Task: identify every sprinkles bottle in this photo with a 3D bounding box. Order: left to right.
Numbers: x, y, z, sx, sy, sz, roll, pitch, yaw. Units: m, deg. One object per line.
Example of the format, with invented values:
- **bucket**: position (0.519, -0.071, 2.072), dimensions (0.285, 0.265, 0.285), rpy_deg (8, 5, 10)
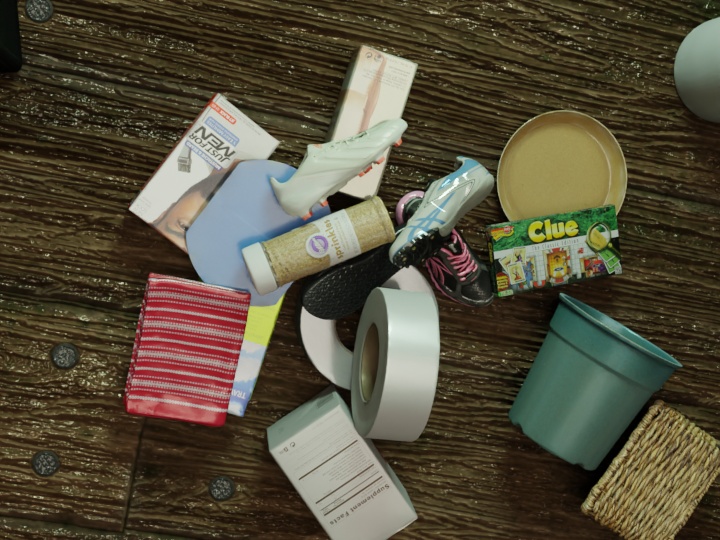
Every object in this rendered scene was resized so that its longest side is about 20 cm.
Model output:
- **sprinkles bottle**: position (-0.056, -0.034, 1.651), dimensions (0.200, 0.068, 0.068), rpy_deg (-23, 99, -6)

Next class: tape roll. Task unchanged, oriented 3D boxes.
- **tape roll**: position (0.008, 0.069, 1.764), dimensions (0.200, 0.066, 0.201), rpy_deg (-1, 96, -10)
- **tape roll**: position (0.044, 0.126, 1.641), dimensions (0.071, 0.202, 0.203), rpy_deg (6, 94, -13)

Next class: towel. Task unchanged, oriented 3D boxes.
- **towel**: position (-0.236, 0.112, 1.683), dimensions (0.144, 0.022, 0.200), rpy_deg (11, 105, -8)

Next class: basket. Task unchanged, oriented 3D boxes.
- **basket**: position (0.414, 0.292, 1.824), dimensions (0.149, 0.143, 0.200), rpy_deg (33, 91, -10)

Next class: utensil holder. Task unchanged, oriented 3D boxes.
- **utensil holder**: position (0.560, -0.290, 1.765), dimensions (0.170, 0.200, 0.170), rpy_deg (-1, 95, -11)

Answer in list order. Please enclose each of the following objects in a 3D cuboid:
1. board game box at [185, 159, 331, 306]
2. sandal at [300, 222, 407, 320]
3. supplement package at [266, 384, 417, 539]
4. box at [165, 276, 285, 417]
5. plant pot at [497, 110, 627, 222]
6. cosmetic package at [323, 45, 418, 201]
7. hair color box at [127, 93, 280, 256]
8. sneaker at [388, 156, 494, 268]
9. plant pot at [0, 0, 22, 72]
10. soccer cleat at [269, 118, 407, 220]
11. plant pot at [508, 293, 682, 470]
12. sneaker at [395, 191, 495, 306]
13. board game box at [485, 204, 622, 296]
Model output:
- **board game box**: position (-0.140, -0.054, 1.689), dimensions (0.158, 0.039, 0.200), rpy_deg (37, 91, -14)
- **sandal**: position (0.000, 0.000, 1.702), dimensions (0.200, 0.045, 0.075), rpy_deg (-34, 126, -19)
- **supplement package**: position (-0.027, 0.284, 1.746), dimensions (0.120, 0.121, 0.200), rpy_deg (-34, 101, -1)
- **box**: position (-0.189, 0.091, 1.737), dimensions (0.122, 0.048, 0.200), rpy_deg (18, 92, -11)
- **plant pot**: position (0.293, -0.134, 1.818), dimensions (0.200, 0.027, 0.200), rpy_deg (-1, 95, -10)
- **cosmetic package**: position (0.003, -0.201, 1.719), dimensions (0.087, 0.103, 0.200), rpy_deg (17, 91, -9)
- **hair color box**: position (-0.216, -0.132, 1.704), dimensions (0.111, 0.064, 0.200), rpy_deg (37, 89, -13)
- **sneaker**: position (0.100, -0.078, 1.682), dimensions (0.072, 0.072, 0.200), rpy_deg (34, 63, 22)
- **plant pot**: position (-0.541, -0.352, 1.563), dimensions (0.200, 0.177, 0.200), rpy_deg (-4, 97, -11)
- **soccer cleat**: position (-0.029, -0.148, 1.637), dimensions (0.200, 0.069, 0.078), rpy_deg (-37, 94, 1)
- **plant pot**: position (0.323, 0.166, 1.778), dimensions (0.200, 0.200, 0.196), rpy_deg (29, 97, -12)
- **sneaker**: position (0.128, -0.025, 1.764), dimensions (0.079, 0.095, 0.200), rpy_deg (-42, 102, -7)
- **board game box**: position (0.281, -0.030, 1.793), dimensions (0.200, 0.023, 0.105), rpy_deg (-11, 96, -15)
